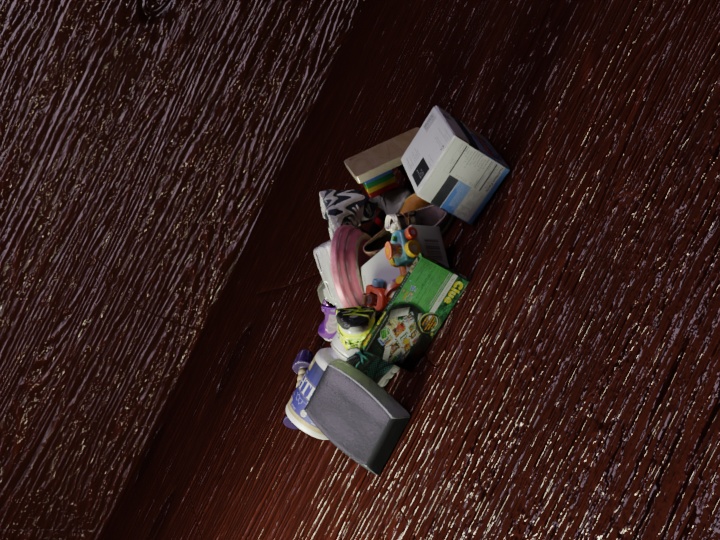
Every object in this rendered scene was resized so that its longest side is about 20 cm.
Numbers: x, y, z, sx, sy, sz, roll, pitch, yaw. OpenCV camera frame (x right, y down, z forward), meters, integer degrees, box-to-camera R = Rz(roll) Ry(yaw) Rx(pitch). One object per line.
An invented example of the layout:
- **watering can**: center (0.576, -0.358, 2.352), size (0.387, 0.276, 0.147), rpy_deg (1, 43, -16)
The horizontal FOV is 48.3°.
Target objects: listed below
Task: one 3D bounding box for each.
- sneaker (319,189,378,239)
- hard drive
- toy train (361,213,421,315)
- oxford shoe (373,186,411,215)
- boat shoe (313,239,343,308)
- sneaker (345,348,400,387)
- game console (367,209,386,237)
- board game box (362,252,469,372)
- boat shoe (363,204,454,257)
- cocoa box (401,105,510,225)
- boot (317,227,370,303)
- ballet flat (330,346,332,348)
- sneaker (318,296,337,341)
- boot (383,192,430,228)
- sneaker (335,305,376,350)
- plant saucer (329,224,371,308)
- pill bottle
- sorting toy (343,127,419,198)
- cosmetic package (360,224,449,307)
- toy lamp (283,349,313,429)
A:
- **sneaker**: center (-0.014, -0.122, 1.828), size (0.200, 0.128, 0.080), rpy_deg (-113, 12, -53)
- **hard drive**: center (-0.014, 0.255, 1.429), size (0.200, 0.042, 0.136), rpy_deg (34, 99, 40)
- **toy train**: center (0.046, 0.002, 1.496), size (0.150, 0.055, 0.202), rpy_deg (33, 119, 52)
- **oxford shoe**: center (0.063, -0.170, 1.861), size (0.076, 0.058, 0.200), rpy_deg (-57, 20, 1)
- **boat shoe**: center (-0.050, 0.036, 1.735), size (0.068, 0.202, 0.072), rpy_deg (-19, 6, 28)
- **sneaker**: center (0.018, 0.174, 1.508), size (0.201, 0.091, 0.078), rpy_deg (-62, 34, 6)
- **game console**: center (0.064, -0.089, 1.870), size (0.178, 0.031, 0.200), rpy_deg (-57, 19, 6)
- **board game box**: center (0.097, 0.076, 1.416), size (0.201, 0.104, 0.023), rpy_deg (-58, 16, 14)
- **boat shoe**: center (0.093, -0.080, 1.601), size (0.199, 0.072, 0.073), rpy_deg (-27, 65, 22)
- **cocoa box**: center (0.176, -0.202, 1.531), size (0.134, 0.131, 0.200), rpy_deg (-56, 19, 20)
- **boot**: center (-0.050, 0.013, 1.887), size (0.200, 0.072, 0.182), rpy_deg (-49, 11, 38)
- **ballet flat**: center (-0.023, 0.170, 1.712), size (0.200, 0.075, 0.064), rpy_deg (-54, 50, 40)
- **sneaker**: center (-0.056, 0.092, 1.851), size (0.200, 0.088, 0.081), rpy_deg (-44, 27, 49)
- **boot**: center (0.104, -0.067, 1.679), size (0.201, 0.070, 0.145), rpy_deg (-38, 40, 48)
- **sneaker**: center (-0.007, 0.107, 1.464), size (0.200, 0.075, 0.077), rpy_deg (-158, 62, -88)
- **plant saucer**: center (0.000, 0.000, 1.701), size (0.050, 0.201, 0.202), rpy_deg (-10, 46, 23)
- **pill bottle**: center (-0.055, 0.225, 1.613), size (0.201, 0.119, 0.120), rpy_deg (-60, 18, 10)
- **sorting toy**: center (0.076, -0.245, 1.848), size (0.197, 0.070, 0.200), rpy_deg (-25, 20, -1)
- **cosmetic package**: center (0.083, 0.000, 1.558), size (0.200, 0.071, 0.102), rpy_deg (-41, 54, 51)
- **toy lamp**: center (-0.140, 0.274, 1.891), size (0.058, 0.058, 0.201), rpy_deg (-48, 26, 39)
